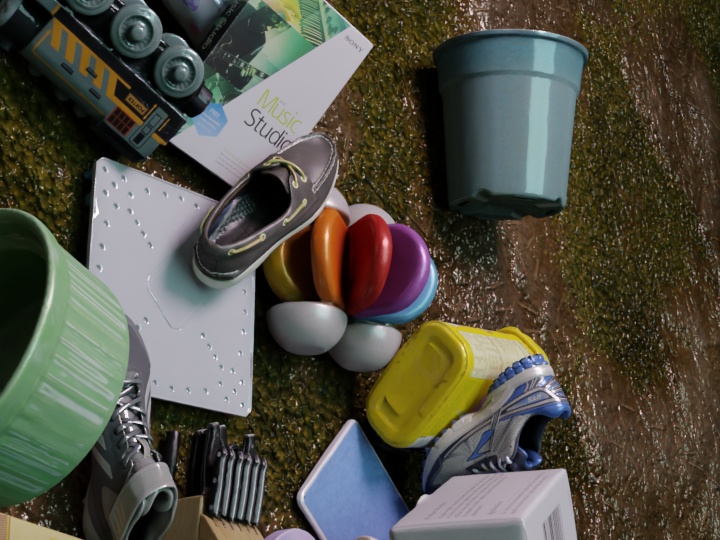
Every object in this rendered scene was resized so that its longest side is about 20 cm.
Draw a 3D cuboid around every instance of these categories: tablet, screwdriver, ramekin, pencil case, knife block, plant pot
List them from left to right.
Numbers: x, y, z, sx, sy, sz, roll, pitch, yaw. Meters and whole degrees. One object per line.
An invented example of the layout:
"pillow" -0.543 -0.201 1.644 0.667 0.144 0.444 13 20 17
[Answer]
"ramekin" -0.258 0.067 0.836 0.098 0.198 0.203 42 48 -45
"pencil case" -0.176 -0.300 1.141 0.083 0.091 0.201 -40 116 -2
"knife block" -0.149 0.238 1.032 0.064 0.176 0.201 25 104 -43
"tablet" 0.009 0.273 1.244 0.202 0.014 0.130 60 40 -19
"screwdriver" 0.081 0.201 1.349 0.199 0.028 0.030 17 94 -47
"plant pot" 0.185 -0.174 1.486 0.199 0.198 0.200 14 75 -48

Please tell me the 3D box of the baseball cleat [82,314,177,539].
"baseball cleat" -0.181 0.135 0.954 0.069 0.106 0.204 -5 96 -41

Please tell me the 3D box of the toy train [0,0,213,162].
"toy train" -0.222 -0.188 1.032 0.114 0.085 0.200 -47 120 2

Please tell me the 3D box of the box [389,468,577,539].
"box" 0.129 0.310 1.120 0.198 0.129 0.204 -11 93 -68

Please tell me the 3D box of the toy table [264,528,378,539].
"toy table" -0.039 0.337 1.082 0.183 0.116 0.203 18 66 -47

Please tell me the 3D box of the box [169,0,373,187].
"box" -0.096 -0.183 1.150 0.144 0.036 0.201 34 93 -40

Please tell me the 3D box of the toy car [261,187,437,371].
"toy car" 0.000 0.000 1.213 0.199 0.149 0.178 22 61 -46

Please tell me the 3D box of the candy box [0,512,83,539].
"candy box" -0.280 0.237 0.858 0.199 0.055 0.117 32 55 -41

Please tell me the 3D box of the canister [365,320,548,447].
"canister" 0.109 0.129 1.298 0.087 0.149 0.199 46 18 29

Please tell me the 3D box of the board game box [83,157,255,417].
"board game box" -0.176 0.021 1.085 0.199 0.026 0.203 20 63 -47

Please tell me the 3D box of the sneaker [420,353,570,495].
"sneaker" 0.141 0.183 1.234 0.077 0.201 0.085 9 36 -53

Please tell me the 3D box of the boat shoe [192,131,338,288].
"boat shoe" -0.082 -0.068 1.115 0.071 0.061 0.202 34 59 9
